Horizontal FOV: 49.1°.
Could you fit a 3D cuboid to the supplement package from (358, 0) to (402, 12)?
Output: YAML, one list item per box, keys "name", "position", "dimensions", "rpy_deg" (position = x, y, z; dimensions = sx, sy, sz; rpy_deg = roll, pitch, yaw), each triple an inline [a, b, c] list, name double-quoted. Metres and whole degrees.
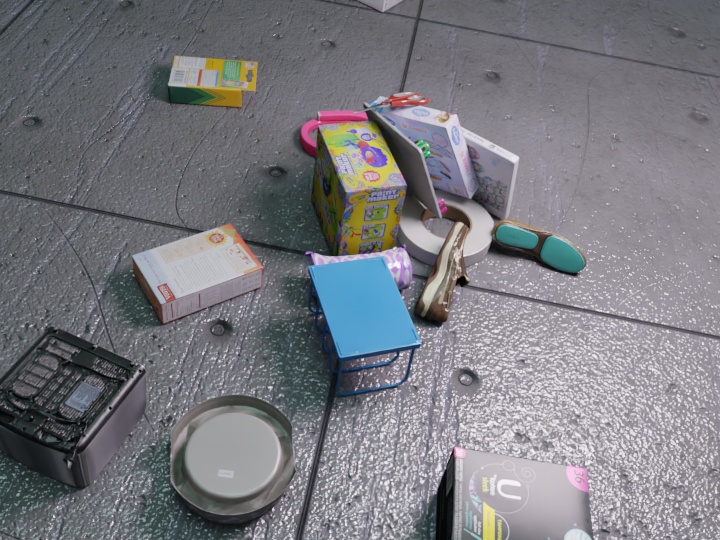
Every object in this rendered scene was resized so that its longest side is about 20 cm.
- name: "supplement package"
  position: [0.083, -0.848, 2.266]
  dimensions: [0.117, 0.118, 0.200]
  rpy_deg: [31, 49, 20]

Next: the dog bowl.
- name: "dog bowl"
  position: [-0.191, 0.285, 1.182]
  dimensions: [0.199, 0.059, 0.201]
  rpy_deg: [4, 46, -4]

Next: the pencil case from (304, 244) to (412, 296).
- name: "pencil case"
  position: [0.000, 0.000, 1.465]
  dimensions: [0.199, 0.084, 0.086]
  rpy_deg: [-5, 81, -15]

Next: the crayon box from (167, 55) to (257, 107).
- name: "crayon box"
  position: [-0.345, -0.445, 1.858]
  dimensions: [0.199, 0.052, 0.126]
  rpy_deg: [2, 46, -6]

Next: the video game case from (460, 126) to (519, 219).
- name: "video game case"
  position: [0.234, -0.206, 1.625]
  dimensions: [0.182, 0.200, 0.024]
  rpy_deg: [32, 66, 20]

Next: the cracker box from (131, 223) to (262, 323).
- name: "cracker box"
  position: [-0.296, 0.002, 1.436]
  dimensions: [0.199, 0.058, 0.134]
  rpy_deg: [-20, 52, -27]

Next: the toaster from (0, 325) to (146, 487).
- name: "toaster"
  position: [-0.440, 0.207, 1.174]
  dimensions: [0.180, 0.119, 0.200]
  rpy_deg: [20, 46, 11]

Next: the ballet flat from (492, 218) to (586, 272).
- name: "ballet flat"
  position: [0.362, -0.058, 1.597]
  dimensions: [0.199, 0.068, 0.072]
  rpy_deg: [19, 26, 0]

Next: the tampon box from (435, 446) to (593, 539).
- name: "tampon box"
  position: [0.216, 0.362, 1.128]
  dimensions: [0.199, 0.127, 0.150]
  rpy_deg: [9, 46, -1]

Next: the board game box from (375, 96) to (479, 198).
- name: "board game box"
  position: [0.132, -0.252, 1.615]
  dimensions: [0.199, 0.200, 0.041]
  rpy_deg: [23, 64, 36]

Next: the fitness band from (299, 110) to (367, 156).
- name: "fitness band"
  position: [-0.038, -0.306, 1.787]
  dimensions: [0.199, 0.038, 0.144]
  rpy_deg: [-3, 48, -11]

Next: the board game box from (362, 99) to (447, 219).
- name: "board game box"
  position: [0.091, -0.222, 1.568]
  dimensions: [0.026, 0.200, 0.200]
  rpy_deg: [-35, 51, -9]

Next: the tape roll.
- name: "tape roll"
  position: [0.173, -0.087, 1.612]
  dimensions: [0.202, 0.037, 0.203]
  rpy_deg: [4, 46, -4]

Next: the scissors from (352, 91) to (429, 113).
- name: "scissors"
  position: [0.047, -0.325, 1.534]
  dimensions: [0.199, 0.014, 0.073]
  rpy_deg: [-18, 34, -32]

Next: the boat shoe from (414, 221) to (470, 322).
- name: "boat shoe"
  position: [0.171, 0.007, 1.482]
  dimensions: [0.075, 0.075, 0.203]
  rpy_deg: [24, 72, 4]

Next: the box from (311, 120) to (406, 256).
- name: "box"
  position: [-0.010, -0.151, 1.534]
  dimensions: [0.121, 0.193, 0.201]
  rpy_deg: [-8, 49, -16]

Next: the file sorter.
- name: "file sorter"
  position: [-0.003, 0.095, 1.350]
  dimensions: [0.138, 0.123, 0.201]
  rpy_deg: [-8, 49, -17]
